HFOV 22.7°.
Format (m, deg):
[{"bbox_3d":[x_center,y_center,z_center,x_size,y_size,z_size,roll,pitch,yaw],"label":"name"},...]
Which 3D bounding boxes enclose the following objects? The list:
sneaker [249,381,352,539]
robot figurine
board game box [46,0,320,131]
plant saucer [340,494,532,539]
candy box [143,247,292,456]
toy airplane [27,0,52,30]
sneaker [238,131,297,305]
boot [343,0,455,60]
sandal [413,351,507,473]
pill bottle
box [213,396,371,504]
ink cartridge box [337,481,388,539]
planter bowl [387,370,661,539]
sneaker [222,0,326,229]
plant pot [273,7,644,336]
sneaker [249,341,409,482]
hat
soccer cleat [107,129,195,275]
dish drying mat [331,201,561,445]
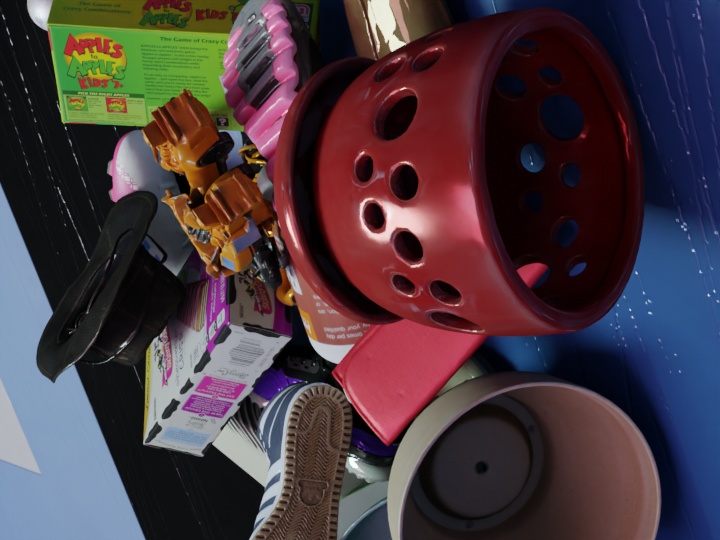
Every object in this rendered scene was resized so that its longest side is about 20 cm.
[{"bbox_3d":[-0.058,0.186,1.472,0.108,0.070,0.201,-162,86,-76],"label":"sneaker"},{"bbox_3d":[-0.109,-0.054,1.321,0.145,0.058,0.200,57,171,12],"label":"robot figurine"},{"bbox_3d":[-0.131,-0.159,1.364,0.199,0.048,0.102,3,138,2],"label":"board game box"},{"bbox_3d":[0.071,0.240,1.476,0.036,0.199,0.201,-96,-2,-57],"label":"plant saucer"},{"bbox_3d":[-0.126,0.050,1.545,0.200,0.061,0.137,126,149,-45],"label":"candy box"},{"bbox_3d":[-0.195,-0.232,1.415,0.199,0.141,0.200,25,154,55],"label":"toy airplane"},{"bbox_3d":[-0.061,-0.064,1.445,0.078,0.077,0.201,-9,108,57],"label":"sneaker"},{"bbox_3d":[0.000,-0.179,1.278,0.175,0.066,0.201,13,129,49],"label":"boot"},{"bbox_3d":[0.067,0.140,1.468,0.080,0.057,0.202,40,145,25],"label":"sandal"},{"bbox_3d":[0.000,0.000,1.385,0.112,0.112,0.201,9,124,49],"label":"pill bottle"},{"bbox_3d":[-0.061,0.155,1.630,0.200,0.082,0.069,33,140,30],"label":"box"},{"bbox_3d":[0.010,0.284,1.582,0.067,0.117,0.201,53,162,43],"label":"ink cartridge box"},{"bbox_3d":[0.104,0.162,1.338,0.201,0.199,0.135,68,170,-18],"label":"planter bowl"},{"bbox_3d":[-0.031,-0.107,1.280,0.079,0.095,0.201,-33,68,42],"label":"sneaker"},{"bbox_3d":[0.059,-0.054,1.149,0.182,0.200,0.201,-8,112,39],"label":"plant pot"},{"bbox_3d":[-0.031,0.089,1.554,0.200,0.069,0.100,33,133,27],"label":"sneaker"},{"bbox_3d":[-0.198,0.026,1.534,0.081,0.202,0.200,29,153,-18],"label":"hat"},{"bbox_3d":[-0.168,-0.038,1.629,0.086,0.070,0.201,15,134,28],"label":"soccer cleat"},{"bbox_3d":[0.060,0.031,1.305,0.200,0.018,0.077,-49,63,18],"label":"dish drying mat"}]
